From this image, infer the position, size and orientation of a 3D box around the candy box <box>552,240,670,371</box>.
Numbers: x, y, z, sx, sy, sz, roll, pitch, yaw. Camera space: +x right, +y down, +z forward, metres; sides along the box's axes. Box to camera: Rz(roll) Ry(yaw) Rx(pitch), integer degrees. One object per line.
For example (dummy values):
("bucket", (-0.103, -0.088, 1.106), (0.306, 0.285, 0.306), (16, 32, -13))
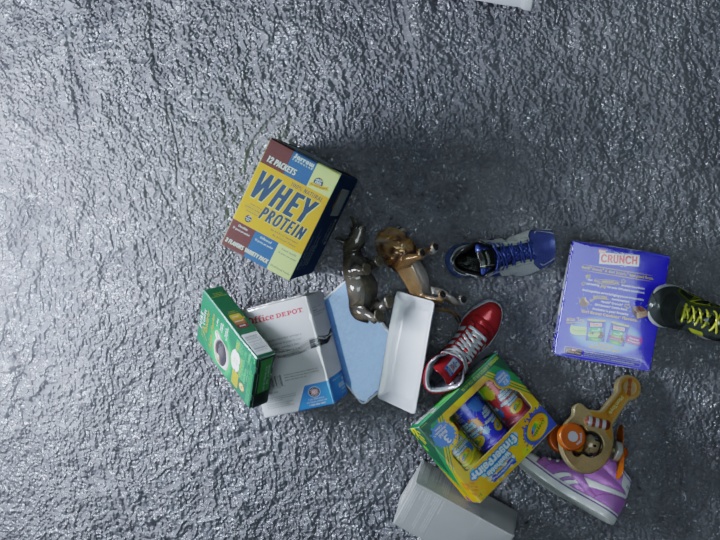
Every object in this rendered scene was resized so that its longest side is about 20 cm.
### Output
("candy box", (0.434, 0.058, 1.486), (0.167, 0.077, 0.202), (10, 95, 8))

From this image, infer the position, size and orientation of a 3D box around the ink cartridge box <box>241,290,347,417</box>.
("ink cartridge box", (-0.122, 0.150, 1.553), (0.143, 0.084, 0.202), (-14, 92, 19))

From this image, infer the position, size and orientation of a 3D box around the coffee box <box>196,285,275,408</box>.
("coffee box", (-0.225, 0.133, 1.524), (0.200, 0.044, 0.124), (44, 135, 36))

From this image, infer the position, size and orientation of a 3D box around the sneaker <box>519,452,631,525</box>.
("sneaker", (0.384, 0.352, 1.524), (0.199, 0.073, 0.115), (29, 77, 10))

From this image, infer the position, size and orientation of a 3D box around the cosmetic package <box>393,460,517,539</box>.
("cosmetic package", (0.171, 0.443, 1.530), (0.199, 0.090, 0.107), (28, 113, 2))

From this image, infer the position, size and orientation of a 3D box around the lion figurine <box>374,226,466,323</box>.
("lion figurine", (0.102, 0.011, 1.528), (0.122, 0.072, 0.201), (-14, 103, 49))

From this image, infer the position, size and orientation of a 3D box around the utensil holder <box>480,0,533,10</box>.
("utensil holder", (0.208, -0.541, 1.440), (0.198, 0.170, 0.172), (11, 95, 10))

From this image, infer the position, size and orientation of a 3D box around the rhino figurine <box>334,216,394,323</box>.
("rhino figurine", (0.000, 0.000, 1.535), (0.059, 0.087, 0.202), (-9, 83, -36))

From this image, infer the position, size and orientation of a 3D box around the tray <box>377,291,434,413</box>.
("tray", (0.086, 0.145, 1.530), (0.022, 0.107, 0.202), (7, 95, -37))

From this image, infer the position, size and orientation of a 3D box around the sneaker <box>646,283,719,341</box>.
("sneaker", (0.566, 0.073, 1.425), (0.199, 0.084, 0.075), (14, 90, -28))

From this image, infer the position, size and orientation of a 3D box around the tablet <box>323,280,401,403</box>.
("tablet", (-0.010, 0.133, 1.583), (0.130, 0.014, 0.200), (-40, 87, 8))

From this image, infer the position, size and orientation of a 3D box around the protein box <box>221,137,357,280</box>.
("protein box", (-0.117, -0.106, 1.489), (0.134, 0.200, 0.200), (27, 96, 6))

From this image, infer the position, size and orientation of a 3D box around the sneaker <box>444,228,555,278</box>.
("sneaker", (0.244, -0.020, 1.488), (0.197, 0.115, 0.081), (-9, 93, 8))

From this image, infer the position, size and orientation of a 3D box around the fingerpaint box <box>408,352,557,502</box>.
("fingerpaint box", (0.214, 0.274, 1.494), (0.200, 0.073, 0.167), (-39, 88, -16))

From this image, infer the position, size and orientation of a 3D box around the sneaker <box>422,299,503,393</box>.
("sneaker", (0.181, 0.139, 1.506), (0.071, 0.112, 0.200), (39, 98, 4))

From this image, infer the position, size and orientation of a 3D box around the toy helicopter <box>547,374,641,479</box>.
("toy helicopter", (0.431, 0.270, 1.489), (0.132, 0.079, 0.200), (40, 76, 7))
